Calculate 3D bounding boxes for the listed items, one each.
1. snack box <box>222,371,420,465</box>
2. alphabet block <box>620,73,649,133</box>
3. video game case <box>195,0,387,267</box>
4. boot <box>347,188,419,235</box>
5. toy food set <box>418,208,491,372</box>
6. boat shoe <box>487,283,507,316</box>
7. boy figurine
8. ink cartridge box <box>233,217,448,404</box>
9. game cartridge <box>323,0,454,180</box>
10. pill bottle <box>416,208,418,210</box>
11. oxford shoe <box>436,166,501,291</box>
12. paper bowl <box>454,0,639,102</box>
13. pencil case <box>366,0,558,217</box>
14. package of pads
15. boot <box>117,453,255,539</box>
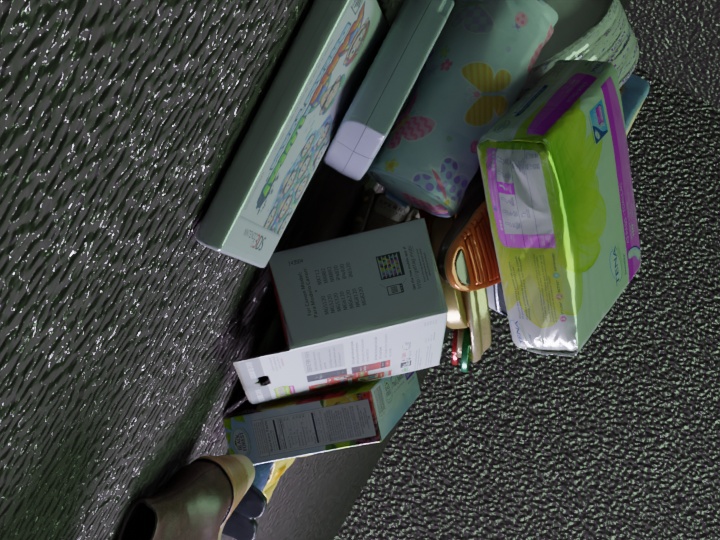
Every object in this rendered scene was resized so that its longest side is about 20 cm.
[{"bbox_3d":[-0.032,0.126,1.594,0.200,0.141,0.053,-32,110,-75],"label":"snack box"},{"bbox_3d":[0.179,-0.133,1.913,0.195,0.196,0.201,-51,167,-49],"label":"alphabet block"},{"bbox_3d":[-0.042,-0.099,1.161,0.201,0.024,0.182,-63,173,0],"label":"video game case"},{"bbox_3d":[0.000,0.000,1.625,0.155,0.072,0.200,-63,178,5],"label":"boot"},{"bbox_3d":[0.083,-0.008,1.554,0.198,0.048,0.201,79,2,-53],"label":"toy food set"},{"bbox_3d":[0.148,-0.034,1.583,0.072,0.068,0.201,-32,134,-34],"label":"boat shoe"},{"bbox_3d":[-0.090,0.198,1.742,0.200,0.064,0.125,-44,157,-60],"label":"boy figurine"},{"bbox_3d":[-0.023,0.040,1.429,0.200,0.174,0.084,90,-14,-75],"label":"ink cartridge box"},{"bbox_3d":[0.017,-0.134,1.286,0.134,0.041,0.200,-59,-178,-6],"label":"game cartridge"},{"bbox_3d":[0.059,-0.017,1.841,0.107,0.106,0.200,-59,172,-28],"label":"pill bottle"},{"bbox_3d":[0.103,-0.043,1.431,0.200,0.072,0.072,-45,129,-49],"label":"oxford shoe"},{"bbox_3d":[0.137,-0.198,1.518,0.200,0.105,0.201,-24,-155,12],"label":"paper bowl"},{"bbox_3d":[0.081,-0.144,1.387,0.091,0.083,0.201,13,-105,62],"label":"pencil case"},{"bbox_3d":[0.166,-0.049,1.394,0.155,0.068,0.201,-46,131,-46],"label":"package of pads"},{"bbox_3d":[-0.171,0.243,1.416,0.166,0.072,0.201,-21,140,-61],"label":"boot"}]
